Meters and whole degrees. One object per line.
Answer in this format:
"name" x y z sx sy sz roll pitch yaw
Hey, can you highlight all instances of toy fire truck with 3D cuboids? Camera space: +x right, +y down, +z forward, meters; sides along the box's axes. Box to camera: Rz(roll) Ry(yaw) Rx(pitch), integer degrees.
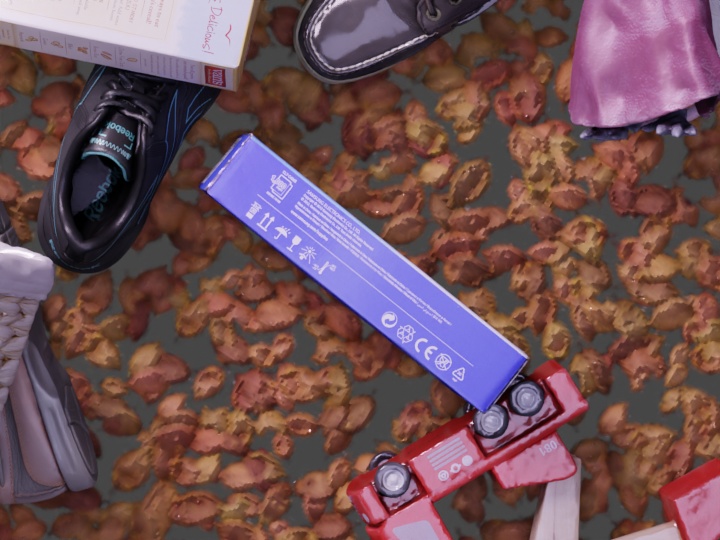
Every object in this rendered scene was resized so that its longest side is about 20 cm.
"toy fire truck" 0.108 0.132 1.563 0.200 0.049 0.141 -31 96 -2

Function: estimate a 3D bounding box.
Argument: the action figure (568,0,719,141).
"action figure" 0.161 -0.173 1.480 0.134 0.149 0.200 -4 94 29

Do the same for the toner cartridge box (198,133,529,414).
"toner cartridge box" 0.000 0.000 1.523 0.200 0.095 0.043 39 90 -7

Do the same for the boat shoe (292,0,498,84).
"boat shoe" 0.050 -0.176 1.529 0.201 0.066 0.072 -32 95 -3

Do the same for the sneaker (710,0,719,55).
"sneaker" 0.198 -0.181 1.538 0.073 0.071 0.200 -33 96 -2

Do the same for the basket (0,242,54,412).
"basket" -0.309 0.032 1.418 0.200 0.198 0.161 21 96 32

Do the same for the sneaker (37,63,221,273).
"sneaker" -0.122 -0.090 1.515 0.075 0.079 0.200 20 90 -4

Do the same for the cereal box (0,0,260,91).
"cereal box" -0.149 -0.187 1.492 0.200 0.040 0.144 13 69 0

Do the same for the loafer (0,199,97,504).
"loafer" -0.209 0.038 1.523 0.063 0.072 0.200 -19 98 4
